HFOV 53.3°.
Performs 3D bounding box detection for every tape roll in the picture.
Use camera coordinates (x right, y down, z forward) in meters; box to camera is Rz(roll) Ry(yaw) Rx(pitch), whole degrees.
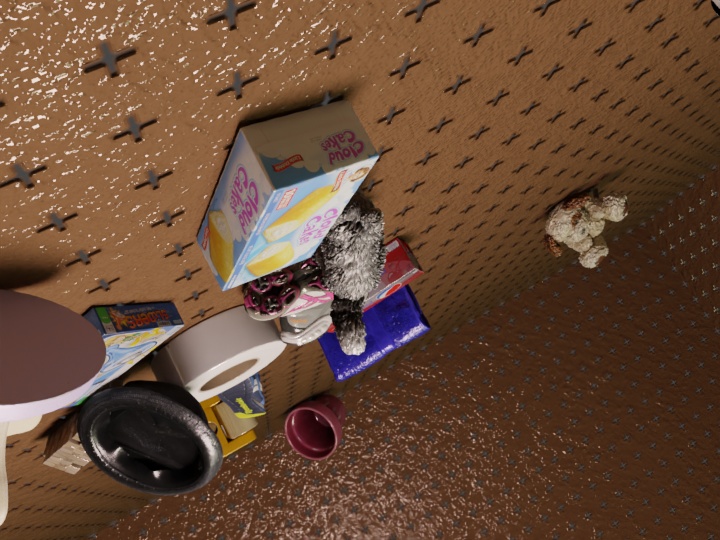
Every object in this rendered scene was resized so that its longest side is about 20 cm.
[{"bbox_3d":[-0.217,0.132,1.104,0.201,0.071,0.203,-29,167,-7],"label":"tape roll"}]

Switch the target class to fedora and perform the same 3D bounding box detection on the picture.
[{"bbox_3d":[-0.279,0.215,0.987,0.200,0.201,0.092,-36,-158,21],"label":"fedora"}]

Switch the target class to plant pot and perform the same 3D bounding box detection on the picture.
[{"bbox_3d":[-0.140,0.529,2.509,0.200,0.201,0.179,-37,-179,27],"label":"plant pot"}]

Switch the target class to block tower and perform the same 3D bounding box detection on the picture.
[{"bbox_3d":[-0.402,0.238,1.074,0.058,0.054,0.200,31,126,-30],"label":"block tower"}]

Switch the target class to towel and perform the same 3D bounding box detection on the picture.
[{"bbox_3d":[0.009,0.088,1.273,0.199,0.149,0.049,-33,158,14],"label":"towel"}]

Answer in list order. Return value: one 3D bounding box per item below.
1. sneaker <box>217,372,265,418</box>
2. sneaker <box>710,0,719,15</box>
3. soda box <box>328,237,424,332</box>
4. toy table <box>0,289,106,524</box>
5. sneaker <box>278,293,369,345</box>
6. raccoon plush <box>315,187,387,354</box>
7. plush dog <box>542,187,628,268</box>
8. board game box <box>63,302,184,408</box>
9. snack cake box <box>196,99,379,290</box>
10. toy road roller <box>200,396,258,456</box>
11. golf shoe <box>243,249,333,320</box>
[{"bbox_3d":[-0.235,0.218,1.400,0.073,0.083,0.201,-6,147,0],"label":"sneaker"},{"bbox_3d":[0.514,-0.377,0.816,0.145,0.081,0.200,-19,158,-26],"label":"sneaker"},{"bbox_3d":[0.005,0.028,1.223,0.199,0.064,0.070,-33,165,12],"label":"soda box"},{"bbox_3d":[-0.315,0.100,0.578,0.117,0.184,0.199,-52,148,17],"label":"toy table"},{"bbox_3d":[-0.053,0.037,1.112,0.073,0.080,0.200,7,-149,36],"label":"sneaker"},{"bbox_3d":[0.000,0.000,0.861,0.096,0.202,0.134,-15,178,-5],"label":"raccoon plush"},{"bbox_3d":[0.517,-0.120,1.723,0.171,0.161,0.201,-2,123,-37],"label":"plush dog"},{"bbox_3d":[-0.324,0.107,0.853,0.199,0.035,0.135,-36,166,21],"label":"board game box"},{"bbox_3d":[-0.077,-0.066,0.690,0.114,0.068,0.200,-22,164,-31],"label":"snack cake box"},{"bbox_3d":[-0.324,0.332,1.513,0.199,0.124,0.146,-27,-179,-14],"label":"toy road roller"},{"bbox_3d":[-0.069,0.013,1.006,0.198,0.073,0.092,-18,170,-11],"label":"golf shoe"}]
